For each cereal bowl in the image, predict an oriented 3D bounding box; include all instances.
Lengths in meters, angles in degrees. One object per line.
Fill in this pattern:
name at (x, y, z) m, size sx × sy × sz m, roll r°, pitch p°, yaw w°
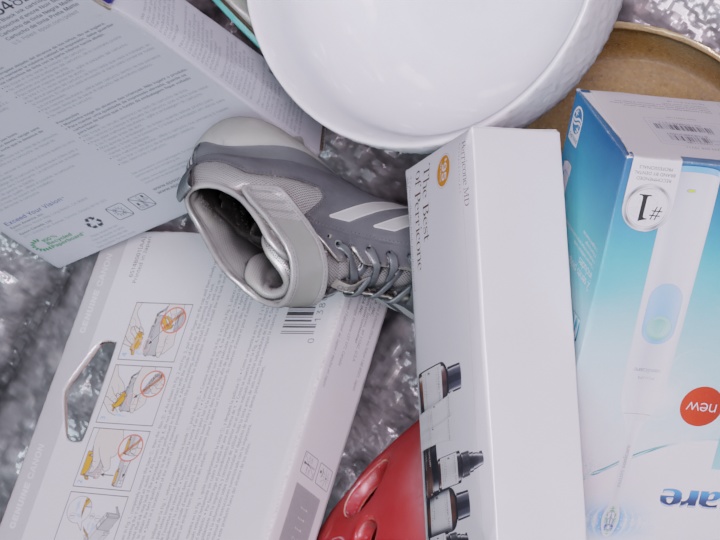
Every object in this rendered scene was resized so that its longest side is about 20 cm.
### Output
cereal bowl at (0.047, -0.153, 1.367) m, size 0.200 × 0.083 × 0.200 m, roll -3°, pitch 84°, yaw 30°

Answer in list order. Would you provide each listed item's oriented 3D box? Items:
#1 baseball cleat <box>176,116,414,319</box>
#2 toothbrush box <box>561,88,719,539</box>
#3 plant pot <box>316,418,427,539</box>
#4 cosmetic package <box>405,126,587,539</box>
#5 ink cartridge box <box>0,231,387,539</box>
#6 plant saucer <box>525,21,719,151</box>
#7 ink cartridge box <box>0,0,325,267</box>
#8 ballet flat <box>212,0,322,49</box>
baseball cleat at (0.000, 0.000, 1.385) m, size 0.200 × 0.106 × 0.070 m, roll 25°, pitch 126°, yaw -3°
toothbrush box at (0.159, 0.026, 1.329) m, size 0.146 × 0.085 × 0.200 m, roll 5°, pitch 115°, yaw -16°
plant pot at (0.057, 0.182, 1.442) m, size 0.200 × 0.200 × 0.182 m, roll 49°, pitch 128°, yaw 0°
cosmetic package at (0.061, 0.040, 1.303) m, size 0.083 × 0.051 × 0.200 m, roll 150°, pitch 119°, yaw -63°
ink cartridge box at (-0.085, 0.073, 1.470) m, size 0.176 × 0.200 × 0.045 m, roll 0°, pitch 152°, yaw 37°
plant saucer at (0.136, -0.032, 1.418) m, size 0.200 × 0.035 × 0.200 m, roll 7°, pitch 112°, yaw 19°
ink cartridge box at (-0.155, -0.087, 1.435) m, size 0.199 × 0.041 × 0.200 m, roll -21°, pitch 141°, yaw 35°
ballet flat at (-0.069, -0.171, 1.436) m, size 0.200 × 0.067 × 0.064 m, roll 40°, pitch 107°, yaw 3°
